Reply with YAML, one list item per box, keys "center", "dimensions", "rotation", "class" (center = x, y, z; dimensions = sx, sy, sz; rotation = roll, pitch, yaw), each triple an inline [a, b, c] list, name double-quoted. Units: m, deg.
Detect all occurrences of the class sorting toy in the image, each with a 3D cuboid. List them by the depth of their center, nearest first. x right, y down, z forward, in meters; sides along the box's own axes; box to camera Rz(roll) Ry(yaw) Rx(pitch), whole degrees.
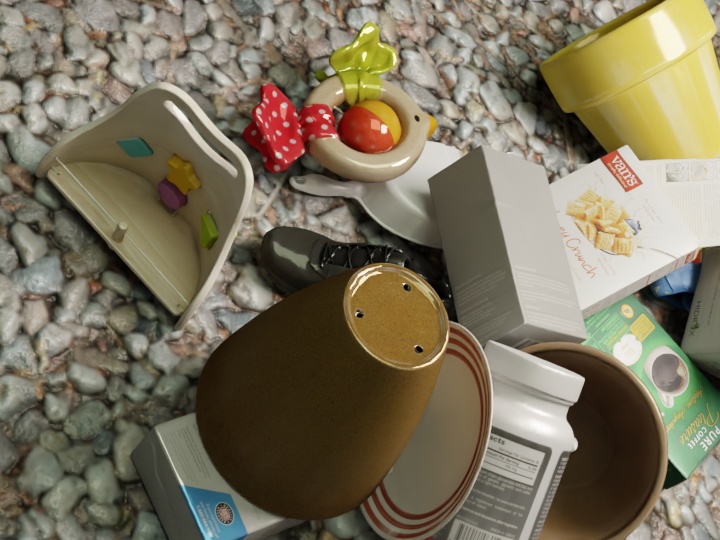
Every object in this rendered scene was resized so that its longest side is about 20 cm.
- center: [-0.168, -0.079, 1.238]
  dimensions: [0.200, 0.180, 0.107]
  rotation: [47, 51, 2]
  class: "sorting toy"

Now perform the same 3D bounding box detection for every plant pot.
- center: [-0.014, 0.083, 1.134]
  dimensions: [0.186, 0.200, 0.187]
  rotation: [14, 56, -21]
  class: "plant pot"
- center: [0.197, 0.169, 1.334]
  dimensions: [0.201, 0.201, 0.093]
  rotation: [58, 12, 11]
  class: "plant pot"
- center: [0.336, -0.203, 1.604]
  dimensions: [0.201, 0.201, 0.189]
  rotation: [-34, 99, -39]
  class: "plant pot"

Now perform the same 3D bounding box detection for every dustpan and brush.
- center: [0.024, -0.085, 1.441]
  dimensions: [0.199, 0.057, 0.140]
  rotation: [13, 47, -31]
  class: "dustpan and brush"

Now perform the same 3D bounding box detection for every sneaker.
- center: [0.000, 0.000, 1.347]
  dimensions: [0.199, 0.091, 0.076]
  rotation: [22, 57, -16]
  class: "sneaker"
- center: [0.401, -0.002, 1.601]
  dimensions: [0.199, 0.076, 0.105]
  rotation: [-1, 79, -26]
  class: "sneaker"

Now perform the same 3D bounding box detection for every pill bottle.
- center: [0.124, 0.173, 1.246]
  dimensions: [0.116, 0.116, 0.201]
  rotation: [21, 91, -18]
  class: "pill bottle"

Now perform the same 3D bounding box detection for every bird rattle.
- center: [-0.013, -0.155, 1.398]
  dimensions: [0.163, 0.113, 0.200]
  rotation: [34, 46, 12]
  class: "bird rattle"

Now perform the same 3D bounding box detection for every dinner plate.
- center: [0.058, 0.144, 1.230]
  dimensions: [0.024, 0.200, 0.201]
  rotation: [20, 54, -30]
  class: "dinner plate"

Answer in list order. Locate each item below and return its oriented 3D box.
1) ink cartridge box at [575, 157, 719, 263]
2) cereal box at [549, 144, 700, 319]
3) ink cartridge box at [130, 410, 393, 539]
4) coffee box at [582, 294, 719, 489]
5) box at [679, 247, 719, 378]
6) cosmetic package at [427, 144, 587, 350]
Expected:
- center: [0.337, -0.064, 1.522]
  dimensions: [0.199, 0.050, 0.109]
  rotation: [-2, 70, 13]
  class: "ink cartridge box"
- center: [0.237, -0.031, 1.466]
  dimensions: [0.200, 0.040, 0.144]
  rotation: [-28, 66, -9]
  class: "cereal box"
- center: [-0.083, 0.169, 1.215]
  dimensions: [0.200, 0.068, 0.115]
  rotation: [-16, 71, -35]
  class: "ink cartridge box"
- center: [0.301, 0.121, 1.480]
  dimensions: [0.200, 0.044, 0.123]
  rotation: [48, 52, 3]
  class: "coffee box"
- center: [0.492, 0.036, 1.510]
  dimensions: [0.199, 0.171, 0.201]
  rotation: [26, 73, -26]
  class: "box"
- center: [0.144, -0.013, 1.374]
  dimensions: [0.107, 0.090, 0.201]
  rotation: [16, 52, -42]
  class: "cosmetic package"
